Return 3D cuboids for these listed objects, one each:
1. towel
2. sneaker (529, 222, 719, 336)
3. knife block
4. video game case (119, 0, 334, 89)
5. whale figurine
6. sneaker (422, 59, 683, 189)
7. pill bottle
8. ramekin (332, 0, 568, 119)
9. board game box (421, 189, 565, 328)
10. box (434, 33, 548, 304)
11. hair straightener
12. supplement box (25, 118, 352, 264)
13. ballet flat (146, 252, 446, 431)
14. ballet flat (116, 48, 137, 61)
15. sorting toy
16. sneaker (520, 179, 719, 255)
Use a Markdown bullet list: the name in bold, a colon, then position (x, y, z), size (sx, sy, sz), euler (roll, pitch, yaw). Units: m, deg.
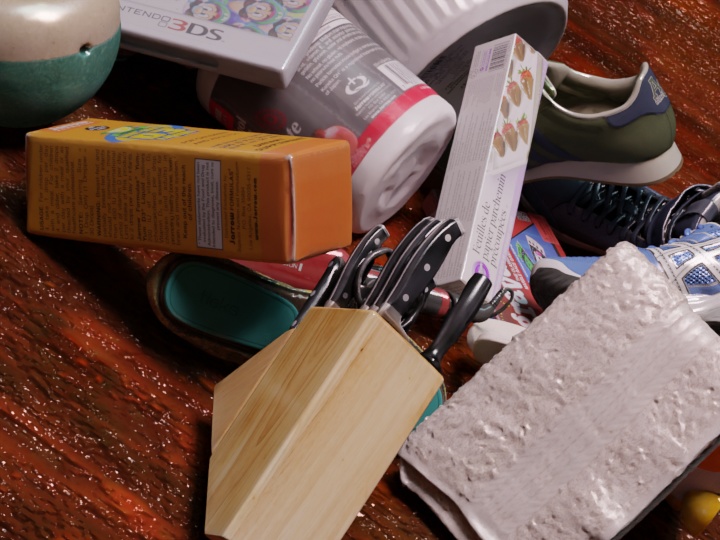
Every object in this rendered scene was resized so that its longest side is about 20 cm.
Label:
- **towel**: position (0.127, 0.090, 1.461), size (0.133, 0.200, 0.034), euler (46, 0, 20)
- **sneaker**: position (0.213, 0.010, 1.684), size (0.199, 0.076, 0.077), euler (7, 66, -1)
- **knife block**: position (0.000, 0.064, 1.373), size (0.064, 0.175, 0.200), euler (43, 23, -24)
- **video game case**: position (-0.097, -0.216, 1.680), size (0.181, 0.024, 0.201), euler (15, 51, 14)
- **whale figurine**: position (-0.242, -0.156, 1.586), size (0.199, 0.104, 0.159), euler (23, 34, 34)
- **sneaker**: position (0.125, -0.110, 1.761), size (0.199, 0.090, 0.067), euler (0, 37, 18)
- **pill bottle**: position (-0.042, -0.126, 1.701), size (0.200, 0.111, 0.111), euler (40, 29, 14)
- **ramekin**: position (0.056, -0.180, 1.802), size (0.200, 0.200, 0.105), euler (-9, 59, -51)
- **board game box**: position (0.118, 0.022, 1.727), size (0.102, 0.019, 0.200), euler (12, 35, -31)
- **box**: position (0.084, -0.066, 1.672), size (0.039, 0.041, 0.201), euler (37, 53, -35)
- **hair straightener**: position (0.000, 0.000, 1.588), size (0.199, 0.041, 0.077), euler (10, 4, -10)
- **supplement box**: position (-0.104, -0.048, 1.465), size (0.199, 0.069, 0.066), euler (4, 13, 33)
- **ballet flat**: position (-0.040, 0.041, 1.504), size (0.199, 0.071, 0.071), euler (26, 29, -16)
- **ballet flat**: position (-0.171, -0.226, 1.771), size (0.068, 0.067, 0.200), euler (20, 31, -20)
- **sorting toy**: position (0.152, 0.075, 1.569), size (0.179, 0.107, 0.200), euler (25, 3, 0)
- **sneaker**: position (0.203, -0.045, 1.784), size (0.202, 0.077, 0.146), euler (34, -14, 2)
